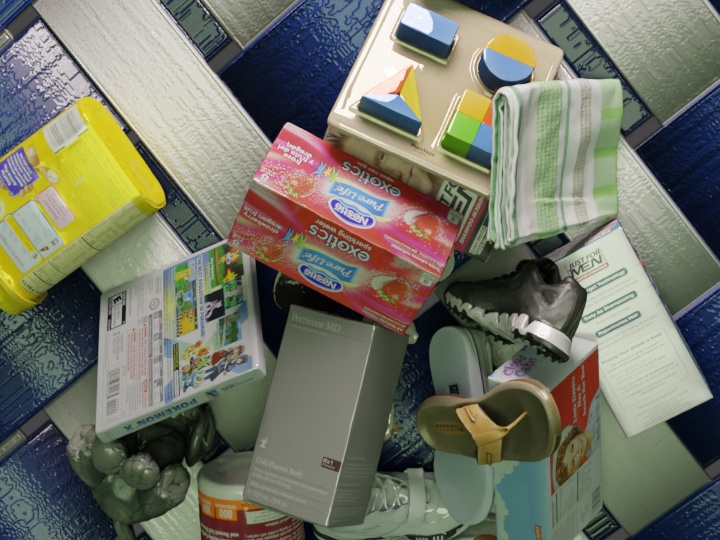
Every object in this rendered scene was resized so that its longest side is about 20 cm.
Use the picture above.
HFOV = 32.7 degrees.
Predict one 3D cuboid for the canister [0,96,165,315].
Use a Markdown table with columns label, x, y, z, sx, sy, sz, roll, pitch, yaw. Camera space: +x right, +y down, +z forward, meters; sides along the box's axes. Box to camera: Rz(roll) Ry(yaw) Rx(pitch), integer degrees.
| label | x | y | z | sx | sy | sz | roll | pitch | yaw |
| --- | --- | --- | --- | --- | --- | --- | --- | --- | --- |
| canister | -0.323 | -0.069 | 1.287 | 0.199 | 0.087 | 0.149 | -34 | 96 | 11 |

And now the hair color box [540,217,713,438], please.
| label | x | y | z | sx | sy | sz | roll | pitch | yaw |
| --- | --- | --- | --- | --- | --- | --- | --- | --- | --- |
| hair color box | 0.268 | 0.059 | 1.257 | 0.100 | 0.061 | 0.201 | -28 | 98 | 13 |

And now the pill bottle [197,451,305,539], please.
| label | x | y | z | sx | sy | sz | roll | pitch | yaw |
| --- | --- | --- | --- | --- | --- | --- | --- | --- | --- |
| pill bottle | -0.115 | 0.308 | 1.327 | 0.113 | 0.114 | 0.202 | -1 | 101 | 7 |

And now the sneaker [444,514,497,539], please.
| label | x | y | z | sx | sy | sz | roll | pitch | yaw |
| --- | --- | --- | --- | --- | --- | --- | --- | --- | --- |
| sneaker | 0.066 | 0.326 | 1.327 | 0.199 | 0.085 | 0.073 | -27 | 99 | 13 |

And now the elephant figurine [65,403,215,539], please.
| label | x | y | z | sx | sy | sz | roll | pitch | yaw |
| --- | --- | --- | --- | --- | --- | --- | --- | --- | --- |
| elephant figurine | -0.209 | 0.161 | 1.312 | 0.154 | 0.201 | 0.142 | -22 | 119 | 38 |

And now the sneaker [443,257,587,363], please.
| label | x | y | z | sx | sy | sz | roll | pitch | yaw |
| --- | --- | --- | --- | --- | --- | --- | --- | --- | --- |
| sneaker | 0.158 | 0.027 | 1.216 | 0.066 | 0.200 | 0.091 | 34 | 83 | -28 |

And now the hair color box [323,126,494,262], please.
| label | x | y | z | sx | sy | sz | roll | pitch | yaw |
| --- | --- | --- | --- | --- | --- | --- | --- | --- | --- |
| hair color box | 0.058 | -0.098 | 1.228 | 0.199 | 0.061 | 0.101 | 24 | 122 | 2 |

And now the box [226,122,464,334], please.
| label | x | y | z | sx | sy | sz | roll | pitch | yaw |
| --- | --- | --- | --- | --- | --- | --- | --- | --- | --- |
| box | -0.014 | -0.039 | 1.180 | 0.199 | 0.096 | 0.100 | 28 | 137 | -2 |

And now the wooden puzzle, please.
| label | x | y | z | sx | sy | sz | roll | pitch | yaw |
| --- | --- | --- | --- | --- | --- | --- | --- | --- | --- |
| wooden puzzle | 0.087 | -0.183 | 1.176 | 0.184 | 0.046 | 0.201 | 24 | 64 | 1 |

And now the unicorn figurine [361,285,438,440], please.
| label | x | y | z | sx | sy | sz | roll | pitch | yaw |
| --- | --- | --- | --- | --- | --- | --- | --- | --- | --- |
| unicorn figurine | -0.001 | 0.110 | 1.290 | 0.198 | 0.074 | 0.139 | -16 | 89 | 15 |

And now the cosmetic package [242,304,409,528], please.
| label | x | y | z | sx | sy | sz | roll | pitch | yaw |
| --- | --- | --- | --- | --- | --- | --- | --- | --- | --- |
| cosmetic package | -0.033 | 0.143 | 1.216 | 0.106 | 0.090 | 0.202 | 11 | 89 | 29 |

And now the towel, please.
| label | x | y | z | sx | sy | sz | roll | pitch | yaw |
| --- | --- | --- | --- | --- | --- | --- | --- | --- | --- |
| towel | 0.193 | -0.107 | 1.174 | 0.031 | 0.199 | 0.151 | 14 | 109 | 42 |

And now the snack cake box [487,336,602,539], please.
| label | x | y | z | sx | sy | sz | roll | pitch | yaw |
| --- | --- | --- | --- | --- | --- | --- | --- | --- | --- |
| snack cake box | 0.188 | 0.177 | 1.236 | 0.067 | 0.115 | 0.202 | 14 | 120 | 37 |

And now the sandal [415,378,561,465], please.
| label | x | y | z | sx | sy | sz | roll | pitch | yaw |
| --- | --- | --- | --- | --- | --- | --- | --- | --- | --- |
| sandal | 0.114 | 0.152 | 1.167 | 0.199 | 0.054 | 0.081 | -12 | 101 | 51 |

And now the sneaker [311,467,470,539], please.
| label | x | y | z | sx | sy | sz | roll | pitch | yaw |
| --- | --- | --- | --- | --- | --- | --- | --- | --- | --- |
| sneaker | 0.031 | 0.240 | 1.289 | 0.198 | 0.115 | 0.076 | -11 | 60 | 12 |

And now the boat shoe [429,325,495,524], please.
| label | x | y | z | sx | sy | sz | roll | pitch | yaw |
| --- | --- | --- | --- | --- | --- | --- | --- | --- | --- |
| boat shoe | 0.122 | 0.159 | 1.281 | 0.074 | 0.086 | 0.204 | -15 | 78 | 43 |

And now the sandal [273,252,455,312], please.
| label | x | y | z | sx | sy | sz | roll | pitch | yaw |
| --- | --- | --- | --- | --- | --- | --- | --- | --- | --- |
| sandal | 0.000 | 0.000 | 1.284 | 0.198 | 0.045 | 0.076 | -12 | 100 | 9 |

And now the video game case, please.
| label | x | y | z | sx | sy | sz | roll | pitch | yaw |
| --- | --- | --- | --- | --- | --- | --- | --- | --- | --- |
| video game case | -0.186 | 0.064 | 1.253 | 0.181 | 0.201 | 0.022 | -23 | 132 | 11 |
